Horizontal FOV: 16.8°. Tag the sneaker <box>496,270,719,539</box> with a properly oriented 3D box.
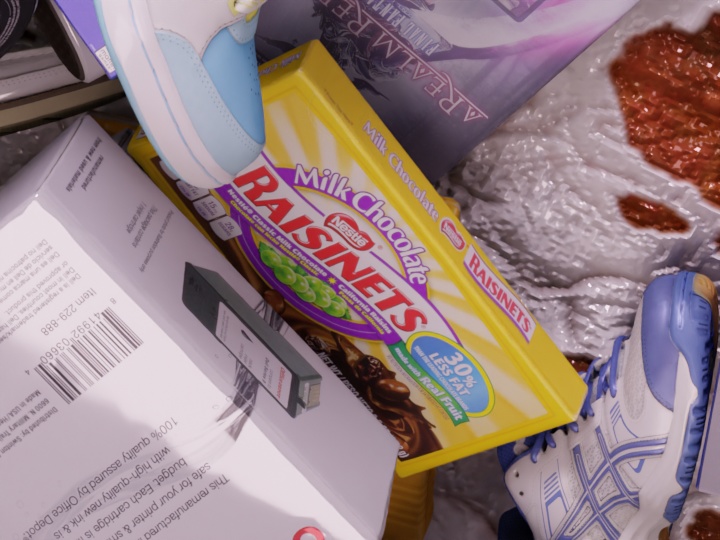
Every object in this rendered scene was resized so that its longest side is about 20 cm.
[{"bbox_3d":[0.104,0.079,1.074,0.088,0.075,0.201,16,129,7],"label":"sneaker"}]

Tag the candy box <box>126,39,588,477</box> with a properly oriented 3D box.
[{"bbox_3d":[0.000,0.000,1.020,0.102,0.026,0.200,-23,118,35],"label":"candy box"}]

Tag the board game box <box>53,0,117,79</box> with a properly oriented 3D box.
[{"bbox_3d":[-0.054,-0.188,0.890,0.199,0.045,0.152,-33,105,14],"label":"board game box"}]

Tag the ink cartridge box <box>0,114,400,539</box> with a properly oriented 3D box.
[{"bbox_3d":[-0.102,0.063,1.003,0.146,0.084,0.200,-37,105,22],"label":"ink cartridge box"}]

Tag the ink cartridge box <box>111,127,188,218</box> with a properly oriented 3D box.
[{"bbox_3d":[-0.121,0.066,1.080,0.196,0.043,0.201,-30,106,24],"label":"ink cartridge box"}]

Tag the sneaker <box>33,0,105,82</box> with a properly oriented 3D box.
[{"bbox_3d":[-0.122,-0.182,0.969,0.084,0.073,0.201,-29,106,-12],"label":"sneaker"}]

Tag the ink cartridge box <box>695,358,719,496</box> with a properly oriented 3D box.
[{"bbox_3d":[0.173,-0.011,0.967,0.044,0.094,0.201,11,129,10],"label":"ink cartridge box"}]

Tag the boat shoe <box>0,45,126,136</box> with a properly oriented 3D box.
[{"bbox_3d":[-0.197,-0.084,1.046,0.198,0.075,0.069,-10,91,9],"label":"boat shoe"}]

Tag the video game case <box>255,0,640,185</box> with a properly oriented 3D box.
[{"bbox_3d":[0.028,-0.126,0.978,0.143,0.019,0.200,39,128,-12],"label":"video game case"}]

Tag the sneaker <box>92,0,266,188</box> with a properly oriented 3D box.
[{"bbox_3d":[-0.031,-0.131,0.844,0.130,0.080,0.201,-10,111,9],"label":"sneaker"}]

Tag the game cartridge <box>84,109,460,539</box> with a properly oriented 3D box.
[{"bbox_3d":[-0.046,0.031,1.106,0.175,0.033,0.201,14,132,13],"label":"game cartridge"}]

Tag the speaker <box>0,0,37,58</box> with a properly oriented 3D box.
[{"bbox_3d":[-0.203,-0.165,0.924,0.081,0.081,0.201,-47,67,39],"label":"speaker"}]
